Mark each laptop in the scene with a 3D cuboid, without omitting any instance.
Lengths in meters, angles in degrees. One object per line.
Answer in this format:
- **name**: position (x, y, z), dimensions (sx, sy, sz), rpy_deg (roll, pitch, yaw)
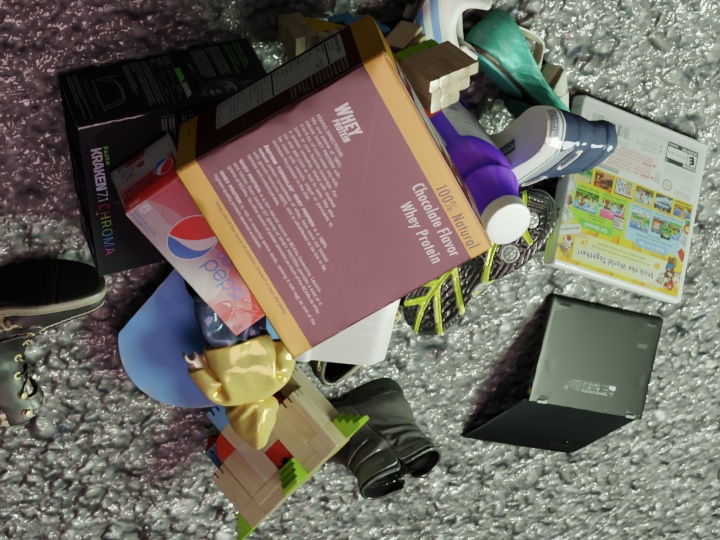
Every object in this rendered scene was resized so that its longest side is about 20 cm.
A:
- **laptop**: position (0.252, 0.134, 1.879), dimensions (0.185, 0.115, 0.203), rpy_deg (11, 93, -33)

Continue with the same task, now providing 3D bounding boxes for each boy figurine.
- **boy figurine**: position (-0.118, 0.090, 1.557), dimensions (0.123, 0.064, 0.202), rpy_deg (-20, 120, -11)

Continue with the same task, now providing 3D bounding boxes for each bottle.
- **bottle**: position (0.104, -0.104, 1.481), dimensions (0.083, 0.201, 0.065), rpy_deg (25, 114, -40)

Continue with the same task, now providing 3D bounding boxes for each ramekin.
- **ramekin**: position (0.000, 0.000, 1.505), dimensions (0.093, 0.203, 0.204), rpy_deg (14, 125, 2)

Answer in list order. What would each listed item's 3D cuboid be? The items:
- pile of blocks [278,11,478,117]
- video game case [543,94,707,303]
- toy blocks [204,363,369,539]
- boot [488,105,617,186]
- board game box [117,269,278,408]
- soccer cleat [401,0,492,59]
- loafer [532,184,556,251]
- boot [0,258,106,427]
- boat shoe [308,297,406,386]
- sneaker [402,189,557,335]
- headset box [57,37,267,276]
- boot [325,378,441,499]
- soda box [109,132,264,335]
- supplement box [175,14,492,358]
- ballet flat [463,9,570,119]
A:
- **pile of blocks**: position (0.014, -0.190, 1.410), dimensions (0.082, 0.198, 0.063), rpy_deg (-48, 150, -43)
- **video game case**: position (0.291, -0.075, 1.650), dimensions (0.198, 0.023, 0.185), rpy_deg (15, 83, -35)
- **toy blocks**: position (-0.106, 0.179, 1.664), dimensions (0.200, 0.137, 0.100), rpy_deg (-46, 172, 24)
- **boot**: position (0.171, -0.109, 1.541), dimensions (0.089, 0.074, 0.199), rpy_deg (7, 166, -27)
- **board game box**: position (-0.163, 0.049, 1.593), dimensions (0.157, 0.039, 0.200), rpy_deg (35, 102, -36)
- **soccer cleat**: position (0.061, -0.193, 1.462), dimensions (0.085, 0.070, 0.202), rpy_deg (23, 117, -4)
- **loafer**: position (0.206, -0.059, 1.656), dimensions (0.198, 0.069, 0.071), rpy_deg (-12, 141, -11)
- **boot**: position (-0.339, 0.076, 1.502), dimensions (0.197, 0.074, 0.152), rpy_deg (-15, 131, -9)
- **boat shoe**: position (0.016, 0.042, 1.654), dimensions (0.071, 0.061, 0.202), rpy_deg (27, 112, -39)
- **sneaker**: position (0.121, -0.019, 1.596), dimensions (0.199, 0.077, 0.076), rpy_deg (-39, 102, 12)
- **headset box**: position (-0.169, -0.107, 1.421), dimensions (0.197, 0.093, 0.176), rpy_deg (-13, 132, -16)
- **boot**: position (-0.017, 0.211, 1.727), dimensions (0.198, 0.132, 0.070), rpy_deg (-27, 135, -2)
- **soda box**: position (-0.144, -0.030, 1.389), dimensions (0.070, 0.064, 0.200), rpy_deg (-34, 135, 4)
- **supplement box**: position (-0.024, -0.074, 1.306), dimensions (0.198, 0.133, 0.199), rpy_deg (-29, 111, 7)
- **ballet flat**: position (0.175, -0.193, 1.539), dimensions (0.071, 0.067, 0.200), rpy_deg (-52, 135, -6)
